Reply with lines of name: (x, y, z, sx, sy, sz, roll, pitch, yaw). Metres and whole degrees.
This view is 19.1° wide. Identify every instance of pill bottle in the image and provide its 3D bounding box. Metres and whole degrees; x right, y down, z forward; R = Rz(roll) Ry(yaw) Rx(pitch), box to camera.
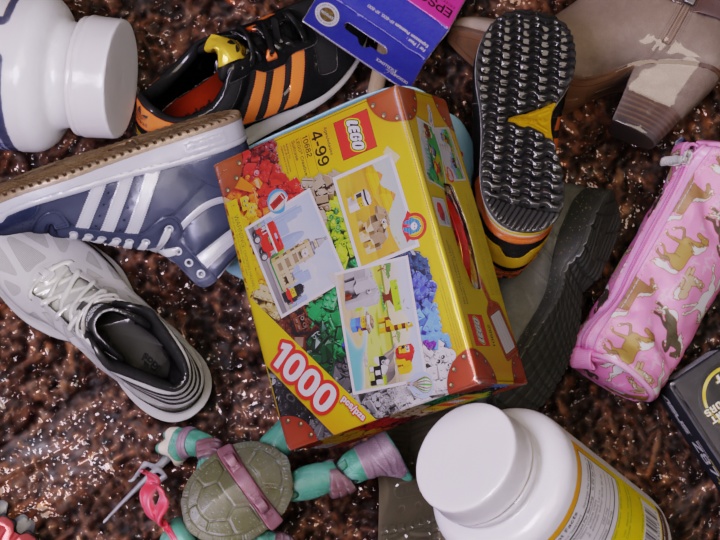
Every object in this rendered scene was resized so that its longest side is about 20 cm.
pill bottle: (0.123, 0.165, 1.460, 0.200, 0.109, 0.110, 38, 73, -44)
pill bottle: (-0.260, -0.140, 1.478, 0.199, 0.111, 0.112, 6, 79, 10)

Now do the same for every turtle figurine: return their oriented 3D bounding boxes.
turtle figurine: (-0.073, 0.156, 1.478, 0.199, 0.101, 0.150, -33, 85, -5)

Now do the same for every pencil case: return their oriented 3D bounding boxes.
pencil case: (0.223, 0.000, 1.564, 0.086, 0.083, 0.201, 30, 79, -3)

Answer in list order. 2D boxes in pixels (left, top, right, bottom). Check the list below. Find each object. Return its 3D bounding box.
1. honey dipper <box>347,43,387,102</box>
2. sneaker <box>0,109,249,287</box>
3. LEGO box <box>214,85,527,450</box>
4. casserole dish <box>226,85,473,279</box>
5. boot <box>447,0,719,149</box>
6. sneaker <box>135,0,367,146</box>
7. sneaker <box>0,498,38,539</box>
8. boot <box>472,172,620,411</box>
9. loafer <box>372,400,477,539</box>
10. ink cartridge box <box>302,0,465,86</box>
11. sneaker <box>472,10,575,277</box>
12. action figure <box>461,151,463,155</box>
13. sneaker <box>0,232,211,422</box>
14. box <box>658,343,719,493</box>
honey dipper: (0.019, -0.173, 1.587, 0.038, 0.038, 0.201, 13, 77, -6)
sneaker: (-0.163, -0.031, 1.472, 0.199, 0.070, 0.109, -18, 105, -5)
LEGO box: (0.005, 0.002, 1.405, 0.148, 0.077, 0.201, -22, 77, 26)
casserole dish: (-0.014, -0.058, 1.534, 0.199, 0.039, 0.122, -24, 106, 2)
boot: (0.182, -0.186, 1.603, 0.199, 0.070, 0.147, 28, 71, -3)
sneaker: (-0.075, -0.147, 1.532, 0.200, 0.090, 0.070, -37, 65, -11)
sneaker: (-0.210, 0.242, 1.468, 0.200, 0.071, 0.098, 34, 77, 1)
boot: (0.095, 0.013, 1.532, 0.130, 0.068, 0.201, 13, 63, 29)
loafer: (0.051, 0.144, 1.524, 0.076, 0.067, 0.201, -6, 64, 29)
ink cartridge box: (0.042, -0.235, 1.570, 0.094, 0.037, 0.201, 33, 63, -8)
sneaker: (0.105, -0.089, 1.495, 0.070, 0.090, 0.201, 9, 55, -5)
action figure: (0.000, 0.000, 1.491, 0.098, 0.065, 0.201, -4, 120, -28)
sneaker: (-0.185, 0.019, 1.478, 0.200, 0.115, 0.076, 38, 77, 9)
box: (0.342, 0.100, 1.582, 0.199, 0.049, 0.162, -32, 89, -12)
